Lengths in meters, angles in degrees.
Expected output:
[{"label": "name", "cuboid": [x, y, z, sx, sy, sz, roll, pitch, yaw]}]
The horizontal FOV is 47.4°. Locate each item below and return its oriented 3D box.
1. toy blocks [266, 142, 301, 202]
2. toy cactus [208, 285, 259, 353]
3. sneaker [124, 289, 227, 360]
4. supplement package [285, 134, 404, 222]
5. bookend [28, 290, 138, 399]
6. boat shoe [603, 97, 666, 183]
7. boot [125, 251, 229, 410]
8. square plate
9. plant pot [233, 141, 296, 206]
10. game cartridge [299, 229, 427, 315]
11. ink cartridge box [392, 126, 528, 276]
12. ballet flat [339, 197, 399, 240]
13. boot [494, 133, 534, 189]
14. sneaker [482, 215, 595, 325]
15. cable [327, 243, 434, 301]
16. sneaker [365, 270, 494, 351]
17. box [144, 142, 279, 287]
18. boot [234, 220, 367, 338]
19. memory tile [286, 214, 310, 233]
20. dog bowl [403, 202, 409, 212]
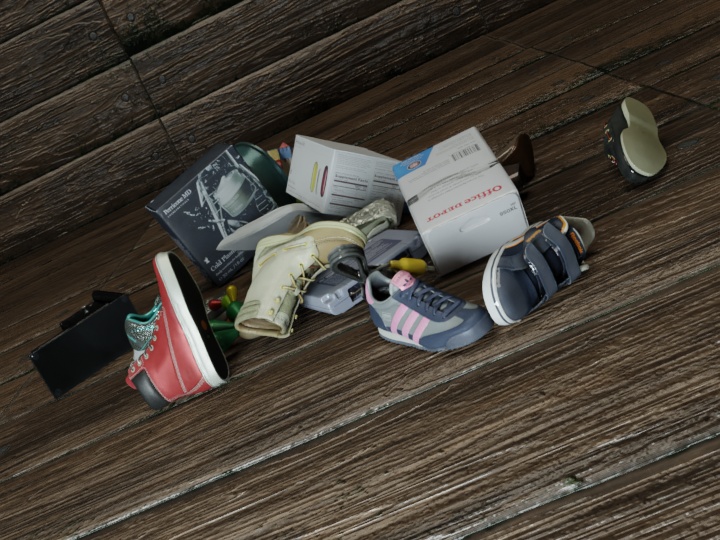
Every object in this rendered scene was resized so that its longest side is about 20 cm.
[{"label": "toy blocks", "cuboid": [-0.182, -0.230, 1.936, 0.098, 0.139, 0.200, -14, 10, -6]}, {"label": "toy cactus", "cuboid": [-0.204, 0.078, 1.255, 0.162, 0.104, 0.200, -10, 13, 15]}, {"label": "sneaker", "cuboid": [-0.306, 0.075, 1.376, 0.198, 0.092, 0.078, -29, 19, -10]}, {"label": "supplement package", "cuboid": [-0.026, -0.166, 1.480, 0.153, 0.113, 0.200, 7, 12, -26]}, {"label": "bookend", "cuboid": [-0.523, 0.129, 1.520, 0.198, 0.093, 0.199, -36, 19, -28]}, {"label": "boat shoe", "cuboid": [0.389, -0.176, 1.177, 0.063, 0.073, 0.203, -56, 9, 36]}, {"label": "boot", "cuboid": [-0.284, 0.086, 1.148, 0.142, 0.203, 0.072, -22, -3, 12]}, {"label": "square plate", "cuboid": [-0.139, -0.084, 1.524, 0.196, 0.029, 0.199, -24, -10, 32]}, {"label": "plant pot", "cuboid": [-0.277, -0.142, 1.802, 0.196, 0.202, 0.199, -45, 25, -28]}, {"label": "game cartridge", "cuboid": [0.000, 0.000, 1.257, 0.199, 0.041, 0.132, -34, 23, -23]}, {"label": "ink cartridge box", "cuboid": [0.141, -0.103, 1.185, 0.143, 0.085, 0.201, -25, 35, 6]}, {"label": "ballet flat", "cuboid": [-0.020, -0.050, 1.366, 0.198, 0.072, 0.072, -34, 18, -3]}, {"label": "boot", "cuboid": [0.206, -0.155, 1.352, 0.144, 0.071, 0.200, -19, 19, 27]}, {"label": "sneaker", "cuboid": [0.207, -0.011, 0.933, 0.079, 0.079, 0.200, -18, 17, 40]}, {"label": "cable", "cuboid": [0.010, -0.001, 1.079, 0.096, 0.051, 0.199, -25, -29, 32]}, {"label": "sneaker", "cuboid": [0.070, 0.042, 0.966, 0.070, 0.083, 0.198, -36, 21, -31]}, {"label": "box", "cuboid": [-0.282, -0.112, 1.628, 0.200, 0.197, 0.124, -44, 23, -13]}, {"label": "boot", "cuboid": [-0.086, 0.015, 1.170, 0.197, 0.072, 0.157, -10, 49, 33]}, {"label": "memory tile", "cuboid": [-0.120, -0.009, 1.347, 0.155, 0.017, 0.200, -58, 20, 8]}, {"label": "dog bowl", "cuboid": [0.088, -0.156, 1.543, 0.111, 0.050, 0.199, -35, 19, -25]}]
